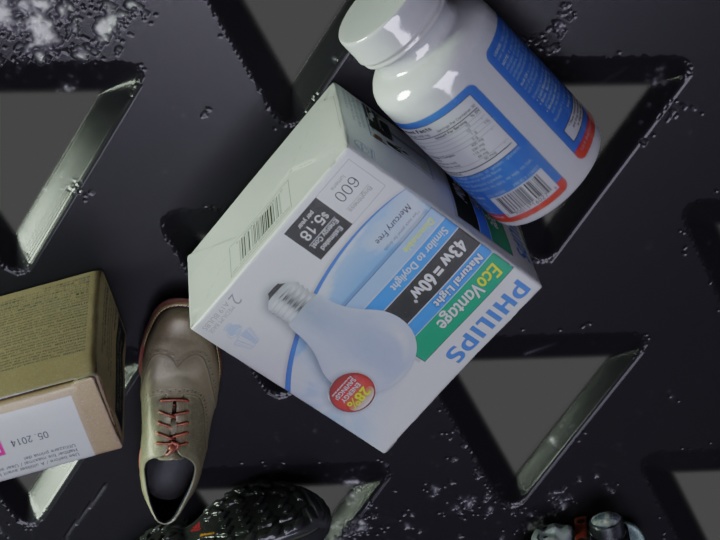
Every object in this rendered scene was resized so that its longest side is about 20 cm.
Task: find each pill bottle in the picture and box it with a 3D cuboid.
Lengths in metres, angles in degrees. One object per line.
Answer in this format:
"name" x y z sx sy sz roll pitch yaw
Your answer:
"pill bottle" 0.080 -0.136 1.294 0.112 0.112 0.200 -39 117 15

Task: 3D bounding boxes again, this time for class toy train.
"toy train" 0.215 0.315 1.585 0.113 0.085 0.201 -9 113 9

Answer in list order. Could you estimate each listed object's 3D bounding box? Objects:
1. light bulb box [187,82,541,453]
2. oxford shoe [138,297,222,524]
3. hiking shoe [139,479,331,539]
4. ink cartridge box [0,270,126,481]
"light bulb box" 0.000 0.000 1.355 0.199 0.125 0.198 33 111 -22
"oxford shoe" -0.150 0.119 1.434 0.070 0.075 0.201 0 120 -6
"hiking shoe" -0.108 0.254 1.528 0.199 0.076 0.101 -20 129 15
"ink cartridge box" -0.286 0.092 1.350 0.198 0.165 0.076 -15 121 2
